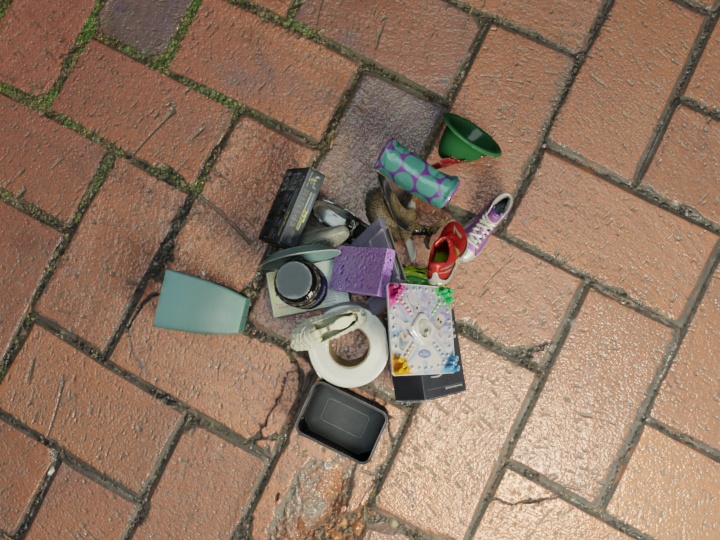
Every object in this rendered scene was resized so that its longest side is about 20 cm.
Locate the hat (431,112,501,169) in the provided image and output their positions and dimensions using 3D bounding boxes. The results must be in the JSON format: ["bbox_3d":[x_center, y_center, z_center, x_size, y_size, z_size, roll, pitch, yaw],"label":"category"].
[{"bbox_3d":[0.225,-0.279,1.548,0.199,0.166,0.177,23,122,-19],"label":"hat"}]

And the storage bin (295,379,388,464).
[{"bbox_3d":[-0.042,0.363,1.491,0.199,0.094,0.136,25,87,7],"label":"storage bin"}]

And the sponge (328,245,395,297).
[{"bbox_3d":[0.000,0.000,1.452,0.030,0.199,0.113,17,83,-37],"label":"sponge"}]

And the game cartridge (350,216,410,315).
[{"bbox_3d":[0.041,-0.009,1.461,0.129,0.038,0.201,-39,57,37],"label":"game cartridge"}]

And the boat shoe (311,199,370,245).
[{"bbox_3d":[-0.037,-0.117,1.555,0.199,0.060,0.074,36,87,7],"label":"boat shoe"}]

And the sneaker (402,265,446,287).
[{"bbox_3d":[0.116,0.034,1.532,0.198,0.074,0.084,8,108,3],"label":"sneaker"}]

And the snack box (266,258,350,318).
[{"bbox_3d":[-0.132,0.045,1.557,0.198,0.037,0.117,-11,83,3],"label":"snack box"}]

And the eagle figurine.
[{"bbox_3d":[0.097,-0.135,1.513,0.199,0.151,0.152,26,118,-6],"label":"eagle figurine"}]

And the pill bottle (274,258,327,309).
[{"bbox_3d":[-0.140,0.032,1.438,0.111,0.200,0.113,0,84,4],"label":"pill bottle"}]

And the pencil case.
[{"bbox_3d":[0.132,-0.227,1.437,0.199,0.085,0.093,33,69,5],"label":"pencil case"}]

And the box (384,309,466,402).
[{"bbox_3d":[0.153,0.201,1.453,0.147,0.104,0.202,-1,82,-40],"label":"box"}]

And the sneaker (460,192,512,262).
[{"bbox_3d":[0.299,-0.110,1.504,0.072,0.114,0.201,35,89,5],"label":"sneaker"}]

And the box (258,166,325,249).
[{"bbox_3d":[-0.172,-0.154,1.521,0.051,0.157,0.202,24,85,-27],"label":"box"}]

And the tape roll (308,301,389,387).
[{"bbox_3d":[-0.028,0.180,1.502,0.200,0.071,0.205,0,96,2],"label":"tape roll"}]

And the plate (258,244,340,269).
[{"bbox_3d":[-0.145,-0.035,1.464,0.198,0.200,0.026,-12,83,3],"label":"plate"}]

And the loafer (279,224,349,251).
[{"bbox_3d":[-0.119,-0.084,1.531,0.199,0.070,0.070,-15,65,24],"label":"loafer"}]

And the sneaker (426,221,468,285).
[{"bbox_3d":[0.206,-0.054,1.445,0.076,0.085,0.201,6,46,20],"label":"sneaker"}]

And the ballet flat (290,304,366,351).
[{"bbox_3d":[-0.080,0.132,1.433,0.199,0.072,0.072,-25,83,5],"label":"ballet flat"}]

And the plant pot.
[{"bbox_3d":[-0.383,0.091,1.526,0.198,0.141,0.143,13,85,-2],"label":"plant pot"}]

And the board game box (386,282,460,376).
[{"bbox_3d":[0.144,0.130,1.376,0.199,0.026,0.202,5,77,-39],"label":"board game box"}]
